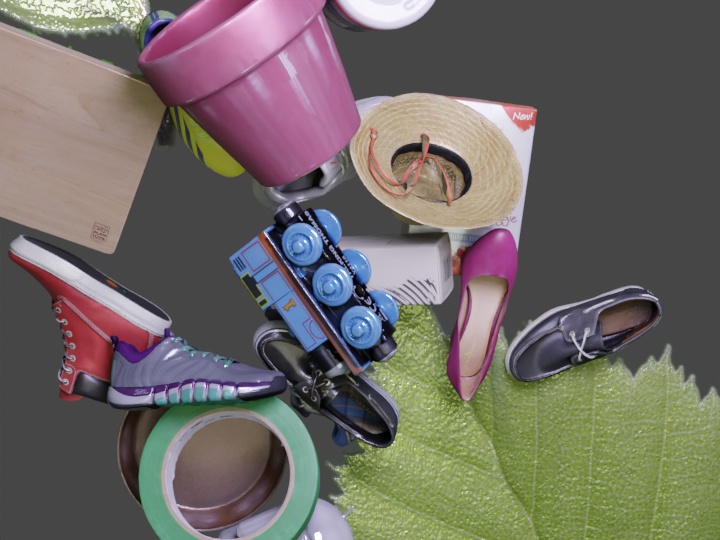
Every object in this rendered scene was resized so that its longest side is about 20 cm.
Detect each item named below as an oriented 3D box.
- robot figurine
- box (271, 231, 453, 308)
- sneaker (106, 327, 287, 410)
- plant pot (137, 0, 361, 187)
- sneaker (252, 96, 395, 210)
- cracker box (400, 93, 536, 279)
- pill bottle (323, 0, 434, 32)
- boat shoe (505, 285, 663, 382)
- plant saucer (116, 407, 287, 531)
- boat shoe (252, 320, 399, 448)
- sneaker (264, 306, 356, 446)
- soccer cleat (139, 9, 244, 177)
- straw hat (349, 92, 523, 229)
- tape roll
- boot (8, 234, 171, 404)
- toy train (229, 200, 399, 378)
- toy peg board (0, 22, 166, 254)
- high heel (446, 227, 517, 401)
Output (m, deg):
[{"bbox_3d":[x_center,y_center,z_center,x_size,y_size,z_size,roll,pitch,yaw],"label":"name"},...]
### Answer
[{"bbox_3d":[-0.090,0.336,1.519,0.198,0.113,0.171,-20,136,-5],"label":"robot figurine"},{"bbox_3d":[0.000,0.000,1.456,0.198,0.082,0.069,-2,102,16],"label":"box"},{"bbox_3d":[-0.180,0.103,1.418,0.198,0.074,0.089,-4,81,1],"label":"sneaker"},{"bbox_3d":[-0.097,-0.194,1.326,0.199,0.200,0.180,-35,113,-1],"label":"plant pot"},{"bbox_3d":[-0.026,-0.125,1.454,0.199,0.099,0.078,-34,103,-1],"label":"sneaker"},{"bbox_3d":[0.121,-0.096,1.503,0.132,0.058,0.202,5,99,-8],"label":"cracker box"},{"bbox_3d":[0.008,-0.313,1.373,0.118,0.200,0.121,-2,100,-11],"label":"pill bottle"},{"bbox_3d":[0.266,0.077,1.553,0.198,0.068,0.072,-24,104,-2],"label":"boat shoe"},{"bbox_3d":[-0.184,0.204,1.523,0.198,0.034,0.203,-2,101,-9],"label":"plant saucer"},{"bbox_3d":[-0.034,0.127,1.448,0.199,0.057,0.069,36,109,-16],"label":"boat shoe"},{"bbox_3d":[-0.054,0.125,1.509,0.085,0.077,0.201,-38,103,4],"label":"sneaker"},{"bbox_3d":[-0.184,-0.189,1.426,0.064,0.084,0.202,-28,103,-2],"label":"soccer cleat"},{"bbox_3d":[0.070,-0.096,1.423,0.199,0.203,0.085,14,140,-11],"label":"straw hat"},{"bbox_3d":[-0.145,0.230,1.449,0.198,0.048,0.203,-1,75,2],"label":"tape roll"},{"bbox_3d":[-0.332,0.063,1.458,0.199,0.072,0.145,35,95,-16],"label":"boot"},{"bbox_3d":[-0.045,0.025,1.391,0.114,0.087,0.201,-35,92,27],"label":"toy train"},{"bbox_3d":[-0.327,-0.153,1.420,0.198,0.098,0.201,20,112,-11],"label":"toy peg board"},{"bbox_3d":[0.142,0.051,1.471,0.067,0.097,0.201,4,130,-6],"label":"high heel"}]
